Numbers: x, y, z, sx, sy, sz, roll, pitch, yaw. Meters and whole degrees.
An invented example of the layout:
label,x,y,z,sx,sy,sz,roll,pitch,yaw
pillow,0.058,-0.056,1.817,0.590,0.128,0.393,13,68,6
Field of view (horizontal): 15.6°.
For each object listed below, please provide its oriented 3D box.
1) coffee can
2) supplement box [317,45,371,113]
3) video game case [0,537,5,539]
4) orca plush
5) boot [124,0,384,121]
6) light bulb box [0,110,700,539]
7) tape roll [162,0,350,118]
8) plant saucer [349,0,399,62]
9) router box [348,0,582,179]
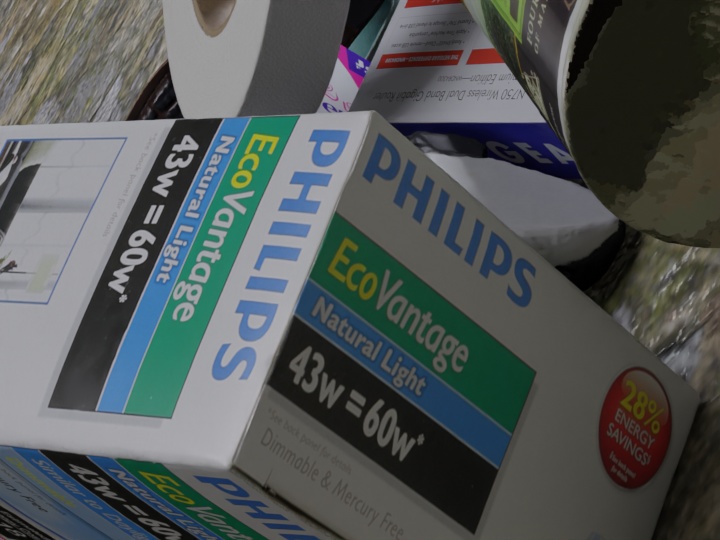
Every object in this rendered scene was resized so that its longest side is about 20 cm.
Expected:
label,x,y,z,sx,sy,sz,roll,pitch,yaw
coffee can,0.099,-0.123,0.888,0.147,0.146,0.200,-55,36,20
supplement box,-0.010,-0.011,1.178,0.104,0.101,0.200,-54,19,21
video game case,-0.140,0.100,1.369,0.143,0.017,0.201,72,-148,-57
orca plush,0.000,0.000,1.030,0.105,0.199,0.071,-116,27,-54
boot,-0.052,-0.100,1.355,0.200,0.075,0.097,-46,-1,-3
light bulb box,-0.030,0.048,0.894,0.199,0.198,0.125,1,62,44
tape roll,-0.046,-0.153,1.135,0.203,0.037,0.204,-179,90,-73
plant saucer,-0.032,-0.057,1.375,0.200,0.036,0.200,-51,11,14
router box,0.096,-0.127,1.077,0.200,0.049,0.180,6,68,58
